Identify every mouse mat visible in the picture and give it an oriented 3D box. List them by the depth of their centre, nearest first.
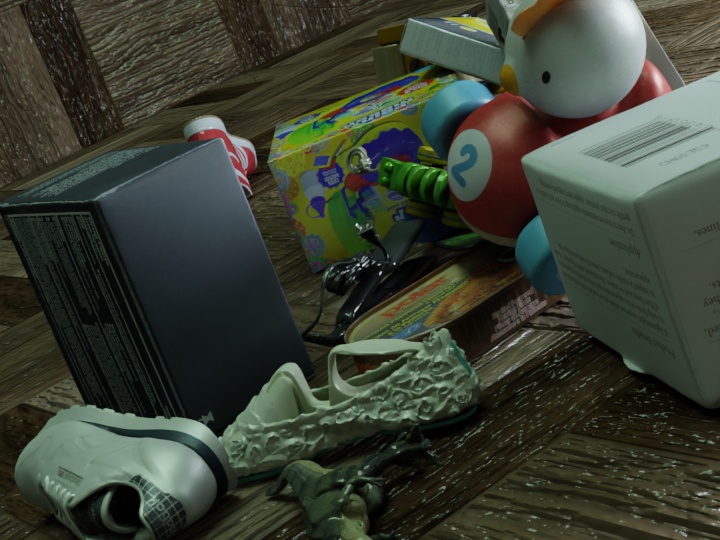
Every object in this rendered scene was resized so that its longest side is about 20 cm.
[{"bbox_3d":[0.142,-0.041,1.135,0.160,0.008,0.200,-16,4,-2],"label":"mouse mat"}]

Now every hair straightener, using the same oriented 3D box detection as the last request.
[{"bbox_3d":[0.000,0.000,1.156,0.041,0.077,0.200,-8,20,36],"label":"hair straightener"}]

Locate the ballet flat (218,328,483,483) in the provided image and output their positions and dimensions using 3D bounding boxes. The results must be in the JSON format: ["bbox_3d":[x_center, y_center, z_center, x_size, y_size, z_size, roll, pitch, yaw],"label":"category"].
[{"bbox_3d":[-0.018,0.082,0.921,0.199,0.072,0.072,-18,15,18],"label":"ballet flat"}]

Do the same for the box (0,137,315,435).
[{"bbox_3d":[-0.160,0.013,1.103,0.123,0.201,0.198,-30,18,-29],"label":"box"}]

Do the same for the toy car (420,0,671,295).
[{"bbox_3d":[0.133,-0.126,0.972,0.176,0.200,0.185,-27,50,-6],"label":"toy car"}]

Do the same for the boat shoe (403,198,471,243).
[{"bbox_3d":[0.127,-0.085,1.247,0.199,0.085,0.069,-17,-4,36],"label":"boat shoe"}]

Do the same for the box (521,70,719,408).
[{"bbox_3d":[0.231,-0.036,0.849,0.199,0.131,0.199,-23,15,-7],"label":"box"}]

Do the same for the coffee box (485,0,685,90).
[{"bbox_3d":[0.206,-0.192,1.289,0.114,0.201,0.080,-24,-23,-5],"label":"coffee box"}]

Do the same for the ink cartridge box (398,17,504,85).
[{"bbox_3d":[0.167,-0.213,1.445,0.199,0.047,0.197,21,16,21],"label":"ink cartridge box"}]

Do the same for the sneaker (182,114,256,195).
[{"bbox_3d":[-0.177,-0.127,1.902,0.071,0.113,0.200,-21,-15,10],"label":"sneaker"}]

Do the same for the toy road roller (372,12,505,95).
[{"bbox_3d":[0.126,-0.273,1.866,0.146,0.124,0.199,-16,10,-40],"label":"toy road roller"}]

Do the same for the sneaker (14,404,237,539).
[{"bbox_3d":[-0.175,0.141,0.933,0.199,0.077,0.081,-10,28,43],"label":"sneaker"}]

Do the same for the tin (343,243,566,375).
[{"bbox_3d":[0.077,0.025,1.041,0.200,0.042,0.112,-30,21,-30],"label":"tin"}]

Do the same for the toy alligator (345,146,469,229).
[{"bbox_3d":[0.046,-0.079,1.230,0.199,0.060,0.054,19,10,39],"label":"toy alligator"}]

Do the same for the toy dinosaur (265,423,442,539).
[{"bbox_3d":[-0.002,0.123,0.801,0.088,0.048,0.200,-32,13,-10],"label":"toy dinosaur"}]

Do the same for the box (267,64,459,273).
[{"bbox_3d":[0.024,-0.109,1.422,0.199,0.122,0.193,-21,16,5],"label":"box"}]
